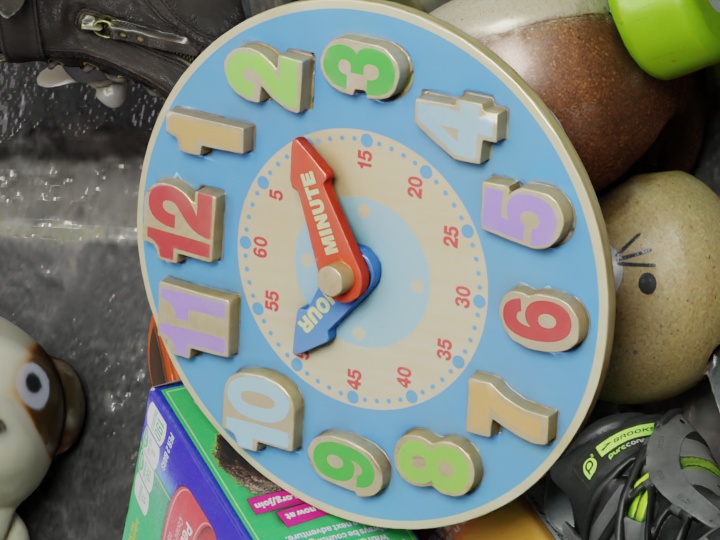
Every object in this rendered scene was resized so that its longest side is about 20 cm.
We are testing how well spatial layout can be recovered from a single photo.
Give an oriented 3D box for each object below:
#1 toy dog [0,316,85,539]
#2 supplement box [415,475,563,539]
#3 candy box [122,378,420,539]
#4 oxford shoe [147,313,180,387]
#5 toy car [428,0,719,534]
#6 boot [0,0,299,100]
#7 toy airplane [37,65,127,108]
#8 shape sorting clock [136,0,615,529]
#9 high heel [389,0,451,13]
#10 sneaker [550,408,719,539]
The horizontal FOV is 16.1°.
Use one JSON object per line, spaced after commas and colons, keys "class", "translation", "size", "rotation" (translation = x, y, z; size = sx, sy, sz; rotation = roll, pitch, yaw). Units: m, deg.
{"class": "toy dog", "translation": [-0.213, 0.112, 1.227], "size": [0.200, 0.139, 0.194], "rotation": [-54, 13, 20]}
{"class": "supplement box", "translation": [0.094, 0.162, 0.961], "size": [0.067, 0.069, 0.200], "rotation": [-52, 47, 17]}
{"class": "candy box", "translation": [-0.024, 0.165, 1.016], "size": [0.200, 0.077, 0.169], "rotation": [52, 143, 37]}
{"class": "oxford shoe", "translation": [-0.031, 0.006, 1.062], "size": [0.200, 0.073, 0.071], "rotation": [132, 127, -61]}
{"class": "toy car", "translation": [0.093, -0.005, 0.961], "size": [0.164, 0.158, 0.200], "rotation": [-19, 78, 27]}
{"class": "boot", "translation": [-0.102, -0.095, 1.018], "size": [0.174, 0.200, 0.069], "rotation": [3, 56, 6]}
{"class": "toy airplane", "translation": [-0.069, -0.161, 1.109], "size": [0.141, 0.199, 0.200], "rotation": [38, 105, 27]}
{"class": "shape sorting clock", "translation": [0.000, 0.000, 0.928], "size": [0.200, 0.039, 0.200], "rotation": [12, 112, 33]}
{"class": "high heel", "translation": [0.028, -0.175, 1.058], "size": [0.200, 0.071, 0.143], "rotation": [3, 72, 5]}
{"class": "sneaker", "translation": [0.098, 0.090, 0.848], "size": [0.071, 0.200, 0.083], "rotation": [-36, 93, -1]}
